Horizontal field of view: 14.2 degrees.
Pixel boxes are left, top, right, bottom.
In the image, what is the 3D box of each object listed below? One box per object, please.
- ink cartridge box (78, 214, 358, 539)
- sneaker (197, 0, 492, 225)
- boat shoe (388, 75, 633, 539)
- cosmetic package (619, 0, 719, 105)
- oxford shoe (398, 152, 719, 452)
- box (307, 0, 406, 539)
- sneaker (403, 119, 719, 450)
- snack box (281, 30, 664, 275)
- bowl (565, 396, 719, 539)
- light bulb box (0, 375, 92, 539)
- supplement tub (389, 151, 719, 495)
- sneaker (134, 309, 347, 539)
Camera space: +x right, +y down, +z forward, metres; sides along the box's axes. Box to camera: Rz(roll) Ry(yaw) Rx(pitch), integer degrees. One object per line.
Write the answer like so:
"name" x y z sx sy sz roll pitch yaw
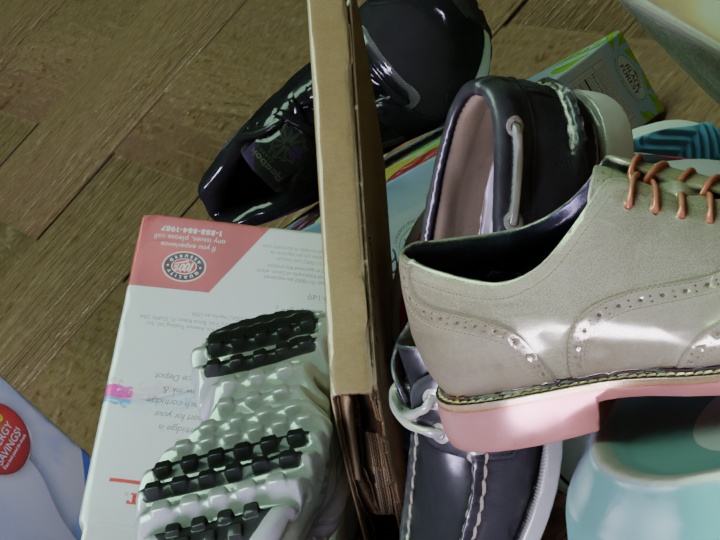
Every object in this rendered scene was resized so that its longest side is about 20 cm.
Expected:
"ink cartridge box" -0.057 0.081 1.295 0.068 0.116 0.200 86 -168 -60
"sneaker" -0.010 -0.074 1.445 0.088 0.076 0.200 -41 0 -41
"boat shoe" 0.040 0.029 1.022 0.074 0.060 0.200 31 108 56
"cosmetic package" 0.189 -0.101 1.258 0.071 0.105 0.200 -45 21 2
"oxford shoe" 0.104 -0.003 0.898 0.200 0.074 0.071 -19 17 19
"box" 0.000 0.000 1.206 0.021 0.164 0.200 -6 60 3
"sneaker" 0.087 -0.001 1.319 0.200 0.077 0.081 -39 14 9
"snack box" 0.040 -0.039 1.460 0.200 0.053 0.142 -27 6 43
"bowl" 0.144 0.077 0.913 0.201 0.105 0.201 -24 18 8
"light bulb box" -0.209 0.169 1.403 0.125 0.200 0.198 -27 28 44
"supplement tub" 0.107 0.024 1.124 0.140 0.140 0.200 -50 20 -10
"sneaker" -0.037 0.088 1.143 0.075 0.081 0.200 -10 22 13
